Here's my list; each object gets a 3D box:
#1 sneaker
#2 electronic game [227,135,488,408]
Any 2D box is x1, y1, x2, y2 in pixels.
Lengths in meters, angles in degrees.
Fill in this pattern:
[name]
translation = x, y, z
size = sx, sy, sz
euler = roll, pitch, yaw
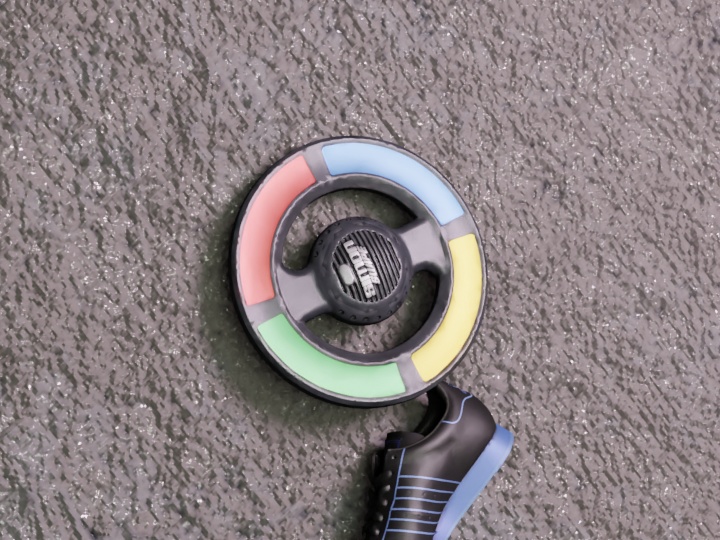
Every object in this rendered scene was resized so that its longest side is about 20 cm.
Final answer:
[sneaker]
translation = 0.030, 0.172, 1.395
size = 0.078, 0.070, 0.201
euler = 40, 66, -11
[electronic game]
translation = 0.000, 0.000, 1.399
size = 0.198, 0.042, 0.202
euler = 4, 77, -18
